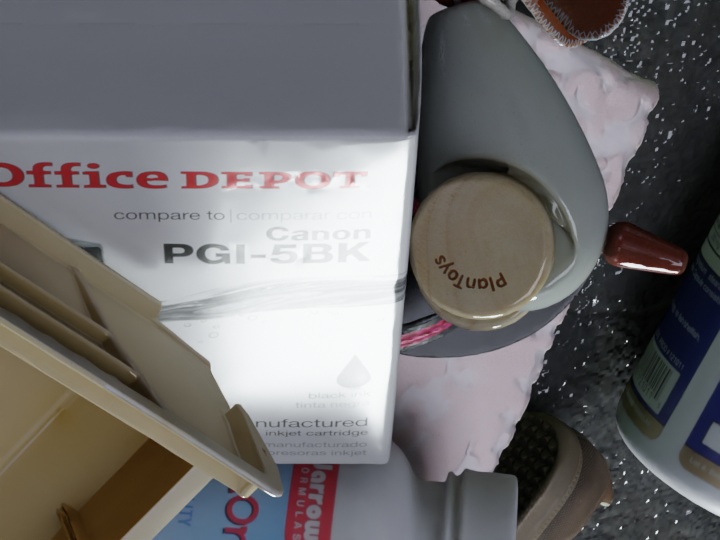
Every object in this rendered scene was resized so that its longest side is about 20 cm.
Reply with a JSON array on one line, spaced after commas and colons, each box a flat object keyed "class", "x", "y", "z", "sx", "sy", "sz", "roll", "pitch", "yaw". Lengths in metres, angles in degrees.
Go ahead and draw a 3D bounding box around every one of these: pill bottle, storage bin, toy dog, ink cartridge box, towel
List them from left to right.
[{"class": "storage bin", "x": -0.157, "y": 0.070, "z": 0.631, "sx": 0.200, "sy": 0.094, "sz": 0.198, "roll": -46, "pitch": 128, "yaw": 10}, {"class": "ink cartridge box", "x": -0.057, "y": -0.018, "z": 0.736, "sx": 0.146, "sy": 0.083, "sz": 0.200, "roll": 0, "pitch": 147, "yaw": -2}, {"class": "pill bottle", "x": -0.043, "y": 0.109, "z": 0.852, "sx": 0.199, "sy": 0.109, "sz": 0.109, "roll": 4, "pitch": 124, "yaw": 3}, {"class": "towel", "x": 0.000, "y": -0.022, "z": 0.896, "sx": 0.190, "sy": 0.032, "sz": 0.201, "roll": 23, "pitch": 94, "yaw": -21}, {"class": "toy dog", "x": 0.067, "y": -0.068, "z": 0.789, "sx": 0.096, "sy": 0.132, "sz": 0.201, "roll": 1, "pitch": 111, "yaw": 3}, {"class": "pill bottle", "x": 0.211, "y": 0.013, "z": 1.058, "sx": 0.115, "sy": 0.116, "sz": 0.201, "roll": 11, "pitch": 114, "yaw": -38}]

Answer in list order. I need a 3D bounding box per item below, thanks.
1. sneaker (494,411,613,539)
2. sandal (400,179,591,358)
[{"class": "sneaker", "x": 0.048, "y": 0.161, "z": 1.083, "sx": 0.200, "sy": 0.070, "sz": 0.075, "roll": -48, "pitch": 135, "yaw": 5}, {"class": "sandal", "x": 0.000, "y": 0.000, "z": 0.859, "sx": 0.199, "sy": 0.045, "sz": 0.076, "roll": -1, "pitch": 101, "yaw": -17}]
